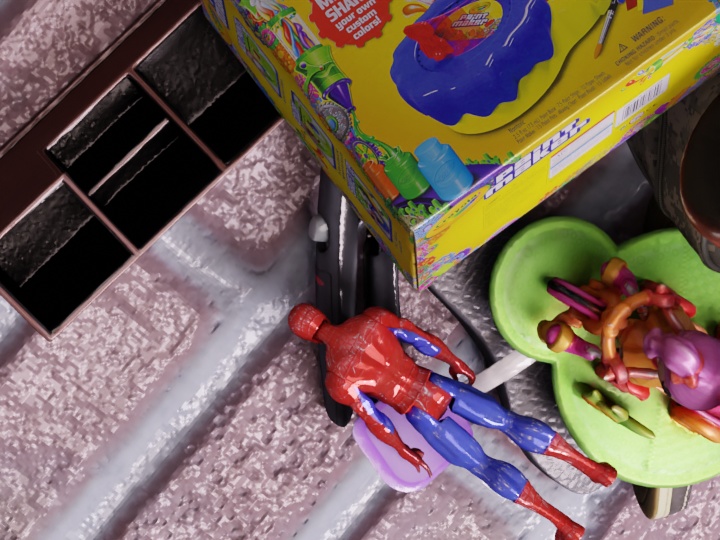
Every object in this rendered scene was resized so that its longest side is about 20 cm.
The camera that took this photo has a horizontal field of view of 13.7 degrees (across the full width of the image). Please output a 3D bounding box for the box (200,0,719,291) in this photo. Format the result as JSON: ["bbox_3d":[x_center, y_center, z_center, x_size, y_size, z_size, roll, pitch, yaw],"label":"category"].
[{"bbox_3d":[0.050,-0.134,1.505,0.200,0.122,0.193,-36,77,-7],"label":"box"}]

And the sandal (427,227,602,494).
[{"bbox_3d":[0.095,0.037,1.728,0.076,0.043,0.200,-34,106,-9],"label":"sandal"}]

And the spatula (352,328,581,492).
[{"bbox_3d":[0.086,0.052,1.693,0.200,0.021,0.057,-35,103,-7],"label":"spatula"}]

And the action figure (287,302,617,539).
[{"bbox_3d":[0.044,0.077,1.650,0.200,0.052,0.066,35,82,-12],"label":"action figure"}]

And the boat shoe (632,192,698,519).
[{"bbox_3d":[0.197,0.049,1.751,0.066,0.072,0.202,0,104,-13],"label":"boat shoe"}]

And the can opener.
[{"bbox_3d":[0.000,0.000,1.666,0.063,0.079,0.200,0,121,-13],"label":"can opener"}]

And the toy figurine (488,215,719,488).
[{"bbox_3d":[0.184,0.050,1.616,0.200,0.184,0.150,32,88,-19],"label":"toy figurine"}]

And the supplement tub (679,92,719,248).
[{"bbox_3d":[0.261,-0.020,1.551,0.200,0.107,0.107,33,95,-39],"label":"supplement tub"}]

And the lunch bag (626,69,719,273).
[{"bbox_3d":[0.243,-0.105,1.661,0.199,0.168,0.140,-14,129,-14],"label":"lunch bag"}]

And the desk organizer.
[{"bbox_3d":[-0.124,-0.062,1.583,0.200,0.077,0.072,-44,118,-2],"label":"desk organizer"}]
